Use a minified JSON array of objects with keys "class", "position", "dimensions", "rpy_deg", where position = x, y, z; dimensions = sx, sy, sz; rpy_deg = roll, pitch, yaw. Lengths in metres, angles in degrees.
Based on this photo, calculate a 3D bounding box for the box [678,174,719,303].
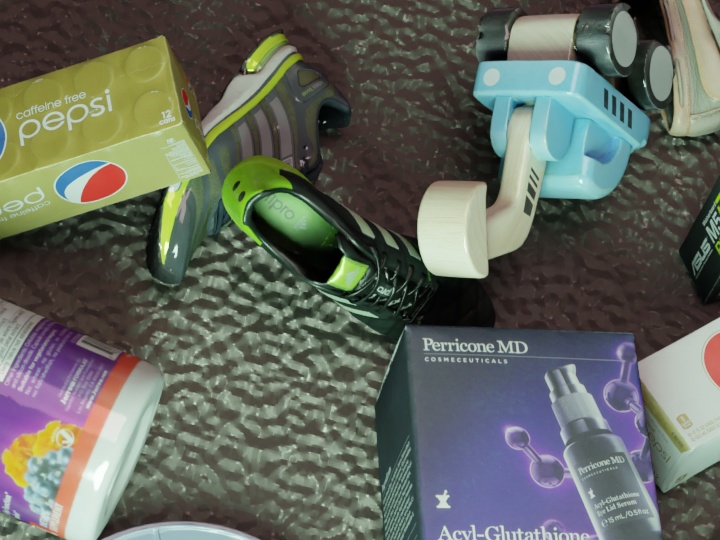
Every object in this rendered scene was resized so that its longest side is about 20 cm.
[{"class":"box","position":[0.306,-0.064,1.452],"dimensions":[0.159,0.200,0.044],"rpy_deg":[-16,63,-19]}]

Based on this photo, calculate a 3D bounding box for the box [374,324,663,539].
[{"class":"box","position":[0.092,0.142,1.337],"dimensions":[0.147,0.105,0.201],"rpy_deg":[1,59,-11]}]

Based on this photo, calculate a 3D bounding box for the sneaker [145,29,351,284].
[{"class":"sneaker","position":[-0.070,-0.066,1.449],"dimensions":[0.081,0.074,0.201],"rpy_deg":[30,60,2]}]

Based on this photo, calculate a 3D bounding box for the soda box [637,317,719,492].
[{"class":"soda box","position":[0.256,0.060,1.447],"dimensions":[0.199,0.064,0.068],"rpy_deg":[-26,68,-24]}]

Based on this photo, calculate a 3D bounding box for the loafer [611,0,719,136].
[{"class":"loafer","position":[0.207,-0.183,1.584],"dimensions":[0.062,0.072,0.201],"rpy_deg":[-18,67,-14]}]

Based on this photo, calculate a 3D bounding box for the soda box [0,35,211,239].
[{"class":"soda box","position":[-0.196,-0.072,1.384],"dimensions":[0.198,0.064,0.068],"rpy_deg":[-17,61,5]}]

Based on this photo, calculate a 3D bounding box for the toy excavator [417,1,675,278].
[{"class":"toy excavator","position":[0.114,-0.075,1.451],"dimensions":[0.099,0.194,0.202],"rpy_deg":[1,75,32]}]

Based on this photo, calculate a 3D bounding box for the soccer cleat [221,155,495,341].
[{"class":"soccer cleat","position":[0.000,0.000,1.394],"dimensions":[0.199,0.068,0.081],"rpy_deg":[31,14,-18]}]

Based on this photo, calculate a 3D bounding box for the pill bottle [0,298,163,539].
[{"class":"pill bottle","position":[-0.223,0.070,1.307],"dimensions":[0.199,0.112,0.112],"rpy_deg":[23,57,2]}]

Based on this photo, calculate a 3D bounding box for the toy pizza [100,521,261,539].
[{"class":"toy pizza","position":[-0.099,0.237,1.281],"dimensions":[0.198,0.032,0.202],"rpy_deg":[5,58,-8]}]
